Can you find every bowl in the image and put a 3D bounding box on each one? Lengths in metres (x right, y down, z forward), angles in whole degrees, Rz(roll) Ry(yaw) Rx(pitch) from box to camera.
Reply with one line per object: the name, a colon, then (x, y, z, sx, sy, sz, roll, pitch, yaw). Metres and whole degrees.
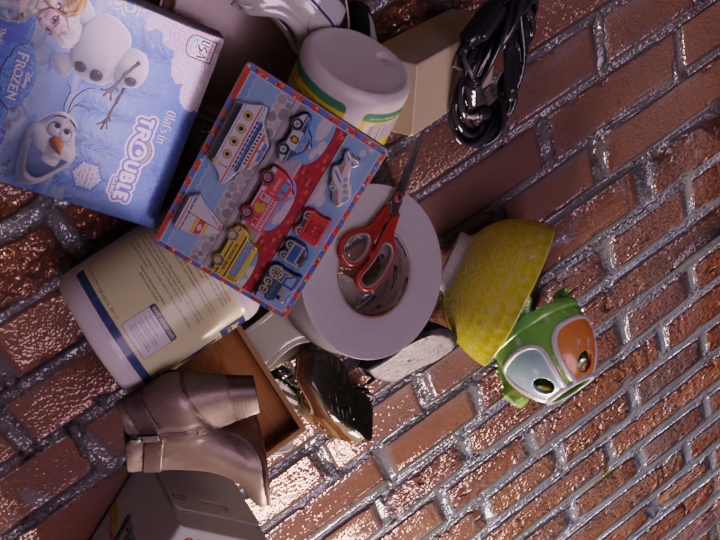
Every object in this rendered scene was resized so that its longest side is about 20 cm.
bowl: (0.159, 0.010, 1.216, 0.106, 0.200, 0.203, 26, 105, 2)

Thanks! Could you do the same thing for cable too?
cable: (0.158, -0.229, 1.031, 0.201, 0.050, 0.165, -56, 151, -31)

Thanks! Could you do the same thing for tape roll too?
tape roll: (0.000, 0.000, 1.100, 0.197, 0.066, 0.205, -2, 95, -32)

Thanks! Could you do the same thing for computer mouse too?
computer mouse: (0.019, 0.105, 1.209, 0.139, 0.047, 0.199, 22, 133, -40)

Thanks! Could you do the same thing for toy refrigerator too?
toy refrigerator: (0.076, -0.219, 1.010, 0.200, 0.069, 0.077, -40, 140, -48)

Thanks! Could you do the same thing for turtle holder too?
turtle holder: (0.251, 0.124, 1.327, 0.185, 0.133, 0.140, -38, 159, 24)

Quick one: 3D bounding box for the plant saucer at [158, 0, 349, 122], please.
plant saucer: (-0.108, -0.243, 0.934, 0.197, 0.035, 0.204, -10, 117, -20)

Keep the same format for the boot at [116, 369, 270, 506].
boot: (-0.173, 0.185, 0.976, 0.143, 0.071, 0.203, -12, 122, -11)

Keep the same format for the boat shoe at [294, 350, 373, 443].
boat shoe: (-0.045, 0.167, 1.171, 0.072, 0.077, 0.201, -6, 146, 19)

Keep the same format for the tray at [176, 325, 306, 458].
tray: (-0.156, 0.124, 1.065, 0.098, 0.037, 0.202, -33, 93, -11)

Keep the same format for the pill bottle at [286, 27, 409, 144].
pill bottle: (-0.037, -0.127, 0.932, 0.111, 0.114, 0.201, -3, 139, -31)

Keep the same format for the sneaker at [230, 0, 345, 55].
sneaker: (-0.097, -0.274, 0.861, 0.199, 0.073, 0.071, 37, 90, -33)

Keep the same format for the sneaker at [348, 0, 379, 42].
sneaker: (-0.035, -0.188, 1.008, 0.086, 0.076, 0.204, 1, 113, -20)

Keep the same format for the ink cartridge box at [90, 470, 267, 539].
ink cartridge box: (-0.237, 0.358, 1.156, 0.144, 0.145, 0.202, 27, 102, -40)

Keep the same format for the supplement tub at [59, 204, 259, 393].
supplement tub: (-0.194, 0.016, 0.976, 0.198, 0.145, 0.146, -34, 131, -11)

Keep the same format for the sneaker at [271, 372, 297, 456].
sneaker: (-0.159, 0.171, 1.156, 0.198, 0.075, 0.118, 1, 109, -42)

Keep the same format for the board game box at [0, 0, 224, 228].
board game box: (-0.254, -0.162, 0.871, 0.196, 0.043, 0.203, 16, 109, -26)

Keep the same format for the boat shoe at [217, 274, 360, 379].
boat shoe: (-0.089, 0.071, 1.137, 0.200, 0.060, 0.073, -33, 90, -17)

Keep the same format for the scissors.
scissors: (0.041, -0.070, 1.077, 0.073, 0.014, 0.201, 43, 70, -25)

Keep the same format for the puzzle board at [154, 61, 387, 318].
puzzle board: (-0.087, -0.068, 0.871, 0.149, 0.017, 0.202, 30, 112, -10)
